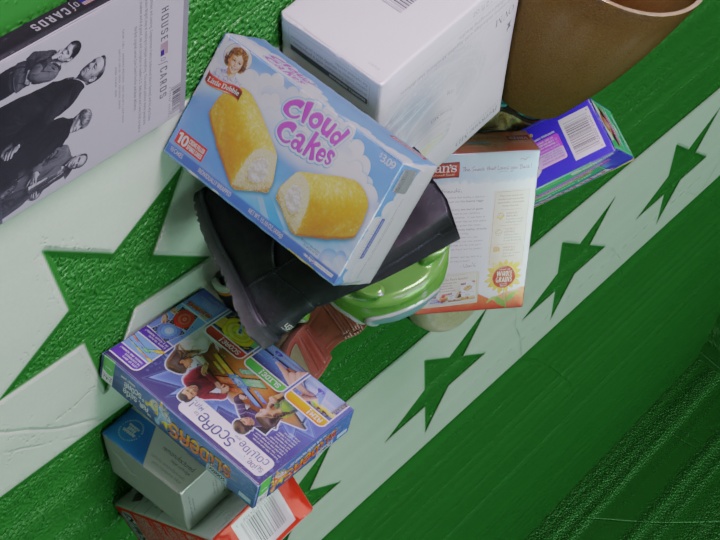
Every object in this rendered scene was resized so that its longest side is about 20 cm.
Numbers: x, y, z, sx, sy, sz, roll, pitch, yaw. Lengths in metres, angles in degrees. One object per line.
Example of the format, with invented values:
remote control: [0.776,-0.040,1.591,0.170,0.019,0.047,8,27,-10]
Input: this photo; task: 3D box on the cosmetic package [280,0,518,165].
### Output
cosmetic package: [0.035,-0.186,1.317,0.199,0.123,0.201,-42,158,-26]

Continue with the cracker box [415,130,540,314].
cracker box: [0.123,-0.053,1.621,0.132,0.058,0.202,-3,120,-12]

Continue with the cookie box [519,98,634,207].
cookie box: [0.230,-0.133,1.736,0.170,0.076,0.200,-26,175,16]

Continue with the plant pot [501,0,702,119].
plant pot: [0.204,-0.243,1.374,0.186,0.186,0.201,-36,164,-38]

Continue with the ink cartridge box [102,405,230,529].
ink cartridge box: [-0.145,0.148,1.448,0.200,0.116,0.068,-42,148,-30]

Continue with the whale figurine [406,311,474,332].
whale figurine: [0.077,-0.021,1.728,0.159,0.103,0.201,-45,133,-16]

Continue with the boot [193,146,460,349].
boot: [-0.031,-0.049,1.238,0.199,0.166,0.066,-32,155,11]

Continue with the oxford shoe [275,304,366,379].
oxford shoe: [-0.051,0.061,1.618,0.073,0.071,0.200,-18,-162,42]

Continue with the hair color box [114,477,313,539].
hair color box: [-0.153,0.243,1.483,0.111,0.199,0.064,-42,117,-28]

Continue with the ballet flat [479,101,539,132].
ballet flat: [0.147,-0.185,1.648,0.071,0.070,0.200,-60,159,16]

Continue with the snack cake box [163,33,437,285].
snack cake box: [-0.050,-0.091,1.169,0.067,0.199,0.116,-3,127,-61]

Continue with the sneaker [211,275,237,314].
sneaker: [-0.099,0.020,1.424,0.078,0.079,0.200,-43,177,-14]

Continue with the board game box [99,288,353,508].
board game box: [-0.123,0.113,1.329,0.135,0.199,0.035,-34,152,-40]

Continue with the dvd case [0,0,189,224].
dvd case: [-0.201,-0.131,1.036,0.200,0.025,0.151,-39,154,-35]

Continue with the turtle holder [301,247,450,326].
turtle holder: [0.010,0.004,1.529,0.186,0.140,0.132,-48,160,-18]
